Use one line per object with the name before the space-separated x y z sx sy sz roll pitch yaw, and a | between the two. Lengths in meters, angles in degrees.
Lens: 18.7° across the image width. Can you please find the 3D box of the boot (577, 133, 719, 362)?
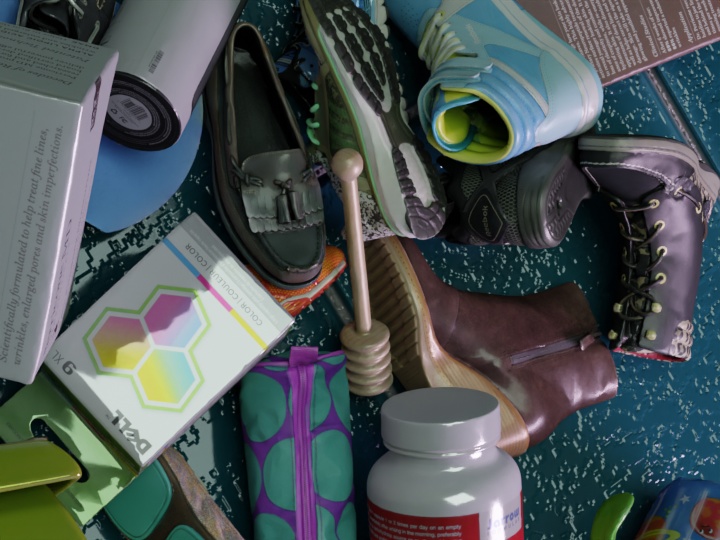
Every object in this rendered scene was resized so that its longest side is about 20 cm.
boot | 0.214 -0.016 1.653 0.203 0.073 0.155 20 77 -60

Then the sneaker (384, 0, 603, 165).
sneaker | 0.066 -0.151 1.586 0.200 0.080 0.130 36 44 28

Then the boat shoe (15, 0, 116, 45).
boat shoe | -0.206 -0.171 1.522 0.072 0.063 0.201 23 70 -20

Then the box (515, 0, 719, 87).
box | 0.181 -0.191 1.706 0.199 0.075 0.101 -22 92 -23

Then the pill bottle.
pill bottle | 0.061 0.191 1.559 0.111 0.112 0.202 -9 106 -21

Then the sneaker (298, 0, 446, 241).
sneaker | -0.015 -0.106 1.572 0.077 0.088 0.201 -21 90 -61

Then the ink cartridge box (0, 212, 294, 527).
ink cartridge box | -0.151 0.068 1.495 0.200 0.059 0.104 -43 87 -11

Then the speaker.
speaker | -0.128 -0.184 1.553 0.081 0.081 0.201 32 54 -14

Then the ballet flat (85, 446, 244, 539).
ballet flat | -0.124 0.178 1.534 0.200 0.068 0.067 51 22 24

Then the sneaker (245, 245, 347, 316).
sneaker | -0.098 0.020 1.573 0.199 0.073 0.078 -25 86 -24

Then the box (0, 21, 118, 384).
box | -0.277 -0.058 1.415 0.198 0.131 0.200 14 111 0

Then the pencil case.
pencil case | -0.041 0.158 1.564 0.084 0.092 0.202 -5 83 -8

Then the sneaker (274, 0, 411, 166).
sneaker | -0.027 -0.170 1.623 0.089 0.078 0.202 -14 88 -18

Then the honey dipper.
honey dipper | 0.000 0.000 1.571 0.038 0.038 0.201 -19 127 -22

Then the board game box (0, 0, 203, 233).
board game box | -0.211 -0.122 1.568 0.199 0.039 0.159 30 67 -17

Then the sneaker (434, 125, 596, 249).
sneaker | 0.115 -0.073 1.646 0.200 0.113 0.077 -51 137 -57

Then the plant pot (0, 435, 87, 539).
plant pot | -0.267 0.215 1.421 0.198 0.199 0.183 -8 80 -21

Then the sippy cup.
sippy cup | 0.255 0.234 1.653 0.139 0.178 0.131 11 61 25

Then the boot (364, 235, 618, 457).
boot | 0.096 0.038 1.659 0.166 0.072 0.201 -24 91 -34

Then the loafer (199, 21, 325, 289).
loafer | -0.071 -0.085 1.568 0.071 0.063 0.201 -9 65 -23
